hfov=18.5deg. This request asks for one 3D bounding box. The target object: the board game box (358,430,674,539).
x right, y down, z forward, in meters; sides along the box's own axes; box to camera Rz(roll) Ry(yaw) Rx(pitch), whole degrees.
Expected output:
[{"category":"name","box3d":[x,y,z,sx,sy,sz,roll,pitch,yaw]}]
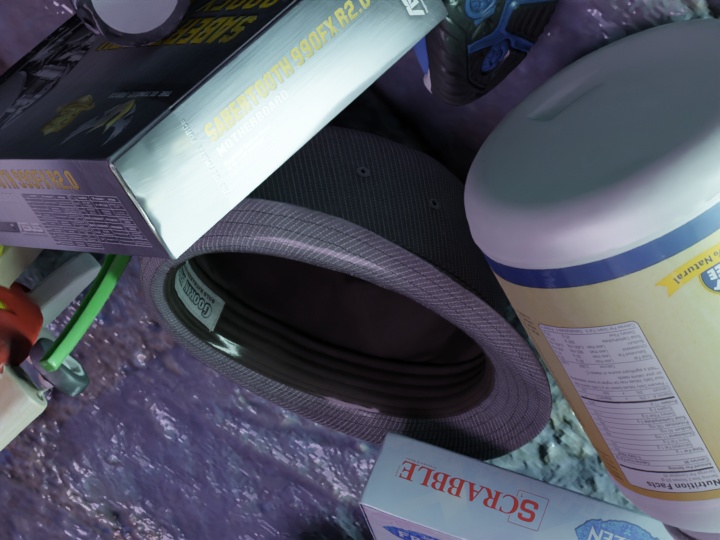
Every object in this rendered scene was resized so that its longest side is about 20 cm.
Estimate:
[{"category":"board game box","box3d":[0.109,0.157,1.073,0.199,0.041,0.200,17,160,15]}]

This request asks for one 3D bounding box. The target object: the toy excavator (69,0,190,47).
[{"category":"toy excavator","box3d":[-0.138,-0.180,0.864,0.194,0.100,0.200,-34,111,0]}]

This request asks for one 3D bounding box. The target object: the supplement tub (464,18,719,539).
[{"category":"supplement tub","box3d":[0.145,0.015,0.906,0.144,0.145,0.200,-12,122,36]}]

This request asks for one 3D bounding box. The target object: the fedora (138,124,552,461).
[{"category":"fedora","box3d":[0.000,0.000,1.002,0.199,0.091,0.177,23,152,-8]}]

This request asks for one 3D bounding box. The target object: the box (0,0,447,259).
[{"category":"box","box3d":[-0.082,-0.074,0.901,0.200,0.158,0.048,5,133,57]}]

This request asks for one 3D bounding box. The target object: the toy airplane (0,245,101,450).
[{"category":"toy airplane","box3d":[-0.200,0.012,1.071,0.141,0.200,0.199,43,142,-10]}]

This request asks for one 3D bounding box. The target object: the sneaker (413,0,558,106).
[{"category":"sneaker","box3d":[0.032,-0.156,0.884,0.077,0.076,0.201,32,144,37]}]

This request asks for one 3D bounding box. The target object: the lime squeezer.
[{"category":"lime squeezer","box3d":[-0.108,-0.050,1.008,0.038,0.201,0.071,-8,165,33]}]
